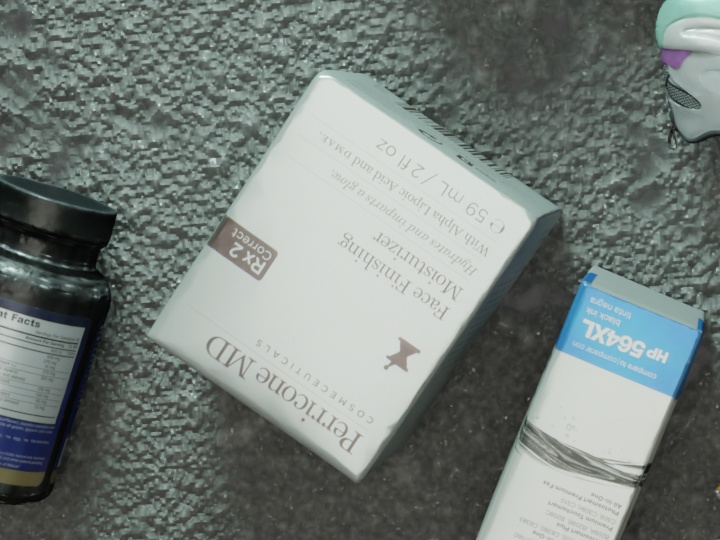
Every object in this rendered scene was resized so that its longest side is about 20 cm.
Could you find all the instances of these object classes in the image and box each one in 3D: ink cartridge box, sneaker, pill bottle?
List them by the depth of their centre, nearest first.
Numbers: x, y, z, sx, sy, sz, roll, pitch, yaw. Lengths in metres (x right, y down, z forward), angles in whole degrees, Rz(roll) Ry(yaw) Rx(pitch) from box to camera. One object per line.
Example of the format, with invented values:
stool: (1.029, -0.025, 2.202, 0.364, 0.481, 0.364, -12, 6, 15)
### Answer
ink cartridge box: (0.142, 0.108, 1.570, 0.084, 0.146, 0.200, 23, 96, 5)
sneaker: (0.288, -0.108, 1.574, 0.200, 0.078, 0.140, -1, 95, 13)
pill bottle: (-0.229, 0.044, 1.638, 0.112, 0.112, 0.200, 19, 95, 7)

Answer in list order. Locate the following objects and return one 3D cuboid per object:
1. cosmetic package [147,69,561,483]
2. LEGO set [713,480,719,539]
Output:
cosmetic package: (0.000, 0.000, 1.574, 0.165, 0.165, 0.200, 34, 98, 6)
LEGO set: (0.330, 0.167, 1.560, 0.200, 0.116, 0.154, -25, 90, 9)
